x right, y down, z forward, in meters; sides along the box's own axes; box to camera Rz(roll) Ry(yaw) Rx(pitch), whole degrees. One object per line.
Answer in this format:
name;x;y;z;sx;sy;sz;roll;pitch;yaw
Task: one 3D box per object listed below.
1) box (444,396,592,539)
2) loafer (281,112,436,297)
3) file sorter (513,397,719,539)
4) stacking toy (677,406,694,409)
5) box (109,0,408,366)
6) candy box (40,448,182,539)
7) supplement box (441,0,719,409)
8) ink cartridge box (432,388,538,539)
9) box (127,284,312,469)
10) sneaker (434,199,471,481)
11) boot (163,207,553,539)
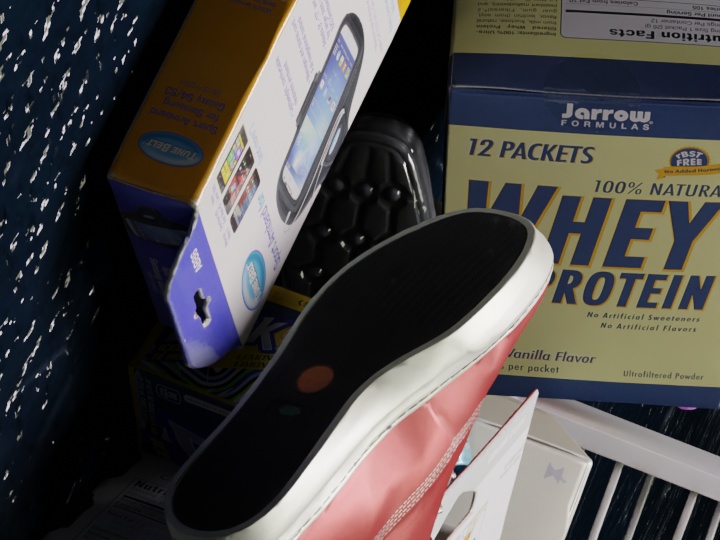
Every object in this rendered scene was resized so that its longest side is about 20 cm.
box;0.065;0.110;1.553;0.200;0.068;0.083;-133;-115;-86
loafer;0.000;0.000;1.334;0.201;0.068;0.071;95;8;-47
file sorter;0.149;0.155;1.766;0.139;0.199;0.125;4;106;-74
stacking toy;0.177;0.037;1.722;0.116;0.199;0.110;-23;130;-71
box;-0.039;-0.065;1.139;0.119;0.041;0.201;77;36;-61
candy box;-0.109;0.190;1.149;0.200;0.071;0.169;-45;149;-58
supplement box;0.107;-0.078;1.369;0.201;0.133;0.200;90;4;-47
ink cartridge box;0.010;0.156;1.314;0.200;0.043;0.174;-41;146;-60
box;-0.047;0.088;1.250;0.200;0.070;0.064;88;27;-51
sneaker;0.024;0.065;1.449;0.074;0.082;0.201;60;50;-71
boot;0.018;0.082;1.165;0.200;0.072;0.145;-47;132;-27
